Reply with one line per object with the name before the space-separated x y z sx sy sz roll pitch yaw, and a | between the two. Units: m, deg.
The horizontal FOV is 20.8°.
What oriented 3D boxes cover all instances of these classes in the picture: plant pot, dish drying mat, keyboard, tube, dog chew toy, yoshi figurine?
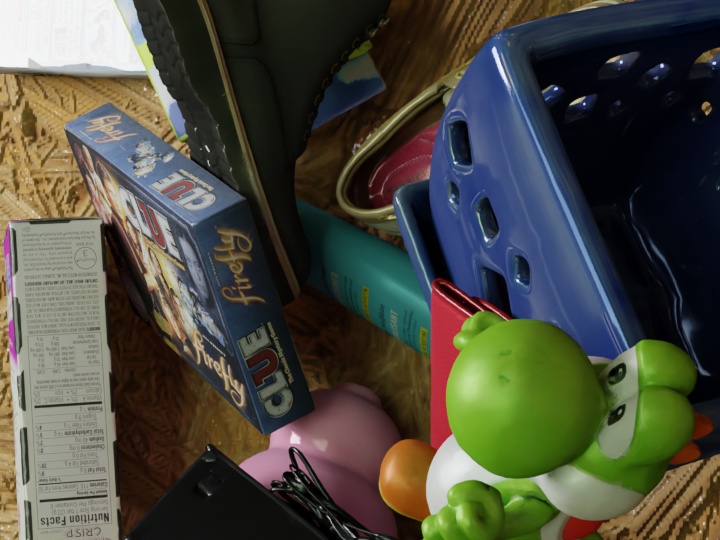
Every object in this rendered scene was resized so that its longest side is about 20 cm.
plant pot | 0.137 -0.002 0.935 0.180 0.198 0.202 -43 65 57
dish drying mat | 0.060 0.104 0.921 0.077 0.018 0.202 37 138 47
keyboard | -0.024 0.168 1.009 0.199 0.040 0.104 36 72 29
tube | 0.000 0.000 1.123 0.199 0.078 0.050 28 60 30
dog chew toy | -0.036 0.157 1.098 0.124 0.125 0.201 7 64 34
yoshi figurine | 0.053 0.073 0.799 0.113 0.111 0.200 62 143 12

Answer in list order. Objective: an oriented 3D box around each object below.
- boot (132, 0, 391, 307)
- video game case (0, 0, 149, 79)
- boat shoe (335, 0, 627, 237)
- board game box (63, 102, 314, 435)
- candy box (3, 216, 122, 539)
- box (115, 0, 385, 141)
boot | -0.027 -0.094 1.070 0.077 0.138 0.201 35 147 56
video game case | -0.171 -0.224 1.250 0.180 0.045 0.202 6 93 34
boat shoe | 0.069 -0.079 1.070 0.200 0.069 0.074 -37 70 28
board game box | -0.101 -0.006 1.118 0.200 0.034 0.136 34 146 56
candy box | -0.184 0.074 1.203 0.136 0.060 0.202 162 105 -78
box | -0.082 -0.170 1.145 0.121 0.048 0.201 -27 84 16
